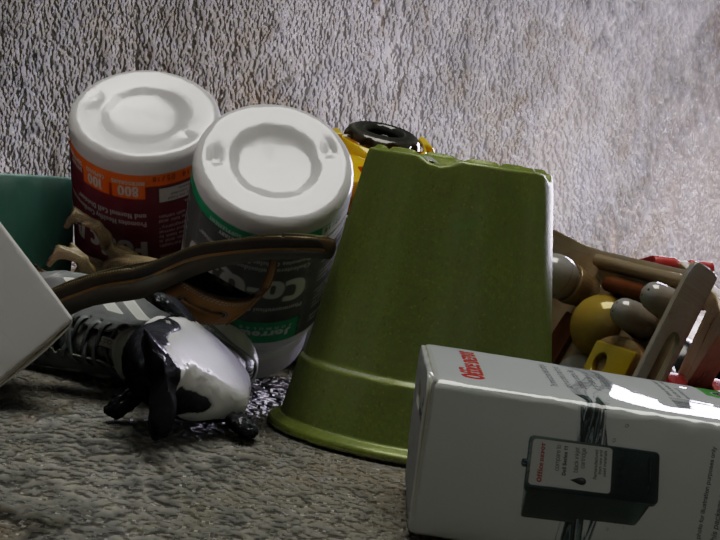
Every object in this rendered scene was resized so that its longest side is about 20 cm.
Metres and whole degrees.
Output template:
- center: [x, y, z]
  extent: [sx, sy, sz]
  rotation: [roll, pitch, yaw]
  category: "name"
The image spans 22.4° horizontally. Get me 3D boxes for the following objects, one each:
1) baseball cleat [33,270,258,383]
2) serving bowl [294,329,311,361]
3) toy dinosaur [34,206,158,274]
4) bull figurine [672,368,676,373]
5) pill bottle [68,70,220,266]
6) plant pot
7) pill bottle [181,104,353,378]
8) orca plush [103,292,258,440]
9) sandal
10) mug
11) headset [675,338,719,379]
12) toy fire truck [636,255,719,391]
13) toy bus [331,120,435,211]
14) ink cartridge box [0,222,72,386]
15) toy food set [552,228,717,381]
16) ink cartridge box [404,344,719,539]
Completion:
- center: [-0.169, 0.043, 1.231]
  extent: [0.199, 0.070, 0.106]
  rotation: [9, 4, 8]
  category: "baseball cleat"
- center: [-0.048, 0.040, 1.547]
  extent: [0.200, 0.066, 0.200]
  rotation: [9, 5, -1]
  category: "serving bowl"
- center: [-0.175, 0.000, 1.320]
  extent: [0.101, 0.058, 0.200]
  rotation: [31, -27, -16]
  category: "toy dinosaur"
- center: [0.153, 0.080, 1.423]
  extent: [0.121, 0.065, 0.200]
  rotation: [-1, 4, -30]
  category: "bull figurine"
- center: [-0.164, -0.042, 1.396]
  extent: [0.114, 0.200, 0.114]
  rotation: [2, 42, -2]
  category: "pill bottle"
- center: [0.050, 0.019, 1.187]
  extent: [0.199, 0.191, 0.200]
  rotation: [8, 5, -1]
  category: "plant pot"
- center: [-0.073, -0.015, 1.308]
  extent: [0.113, 0.113, 0.200]
  rotation: [8, -37, -4]
  category: "pill bottle"
- center: [-0.117, 0.078, 1.087]
  extent: [0.105, 0.071, 0.200]
  rotation: [53, 5, -7]
  category: "orca plush"
- center: [-0.109, 0.013, 1.172]
  extent: [0.199, 0.055, 0.082]
  rotation: [-14, 1, 7]
  category: "sandal"
- center: [-0.293, -0.017, 1.415]
  extent: [0.152, 0.115, 0.185]
  rotation: [2, 0, 19]
  category: "mug"
- center: [0.279, 0.101, 1.543]
  extent: [0.123, 0.094, 0.200]
  rotation: [12, 18, -15]
  category: "headset"
- center: [0.236, 0.067, 1.247]
  extent: [0.049, 0.141, 0.200]
  rotation: [7, 4, -15]
  category: "toy fire truck"
- center: [-0.012, -0.041, 1.558]
  extent: [0.199, 0.136, 0.192]
  rotation: [5, 21, -21]
  category: "toy bus"
- center: [-0.274, -0.010, 1.145]
  extent: [0.083, 0.147, 0.200]
  rotation: [-40, 21, -14]
  category: "ink cartridge box"
- center: [0.153, 0.047, 1.269]
  extent: [0.060, 0.144, 0.200]
  rotation: [28, -4, -23]
  category: "toy food set"
- center: [0.124, 0.100, 0.959]
  extent: [0.199, 0.083, 0.147]
  rotation: [10, 4, 1]
  category: "ink cartridge box"
